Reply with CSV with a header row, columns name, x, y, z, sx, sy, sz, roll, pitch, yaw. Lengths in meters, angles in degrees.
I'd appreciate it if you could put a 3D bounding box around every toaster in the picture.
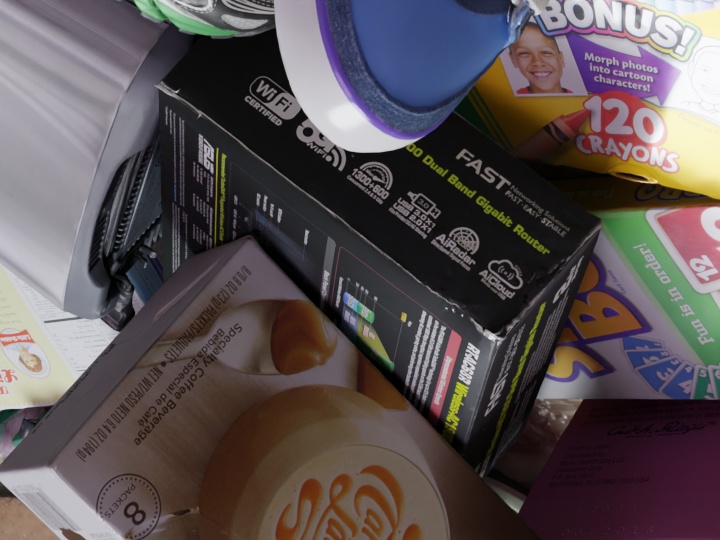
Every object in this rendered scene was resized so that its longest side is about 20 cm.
name,x,y,z,sx,sy,sz,roll,pitch,yaw
toaster,-0.118,-0.075,0.874,0.129,0.114,0.200,33,141,8

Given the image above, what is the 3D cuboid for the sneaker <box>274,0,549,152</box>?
name,x,y,z,sx,sy,sz,roll,pitch,yaw
sneaker,0.065,-0.130,0.629,0.146,0.201,0.081,-7,141,47

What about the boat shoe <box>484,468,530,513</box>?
name,x,y,z,sx,sy,sz,roll,pitch,yaw
boat shoe,0.030,0.105,0.986,0.200,0.061,0.072,26,108,9

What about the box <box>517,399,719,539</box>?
name,x,y,z,sx,sy,sz,roll,pitch,yaw
box,0.184,0.149,0.892,0.175,0.097,0.201,-8,123,39

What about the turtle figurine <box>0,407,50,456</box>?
name,x,y,z,sx,sy,sz,roll,pitch,yaw
turtle figurine,-0.114,0.155,1.098,0.149,0.101,0.201,-19,105,36

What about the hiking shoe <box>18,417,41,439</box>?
name,x,y,z,sx,sy,sz,roll,pitch,yaw
hiking shoe,-0.043,0.103,0.918,0.199,0.101,0.076,22,109,15

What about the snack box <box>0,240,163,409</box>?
name,x,y,z,sx,sy,sz,roll,pitch,yaw
snack box,-0.166,0.009,1.041,0.199,0.037,0.117,-7,123,38

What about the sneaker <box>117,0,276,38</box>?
name,x,y,z,sx,sy,sz,roll,pitch,yaw
sneaker,-0.066,-0.162,0.704,0.085,0.078,0.201,-5,125,36

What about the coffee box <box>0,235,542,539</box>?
name,x,y,z,sx,sy,sz,roll,pitch,yaw
coffee box,-0.018,0.100,0.814,0.200,0.114,0.080,46,159,-13

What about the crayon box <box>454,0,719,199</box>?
name,x,y,z,sx,sy,sz,roll,pitch,yaw
crayon box,0.099,-0.092,0.748,0.199,0.058,0.119,13,136,24

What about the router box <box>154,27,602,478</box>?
name,x,y,z,sx,sy,sz,roll,pitch,yaw
router box,0.000,0.000,0.833,0.150,0.062,0.200,38,158,12

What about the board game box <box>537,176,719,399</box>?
name,x,y,z,sx,sy,sz,roll,pitch,yaw
board game box,0.101,0.008,0.869,0.199,0.030,0.096,0,129,38
